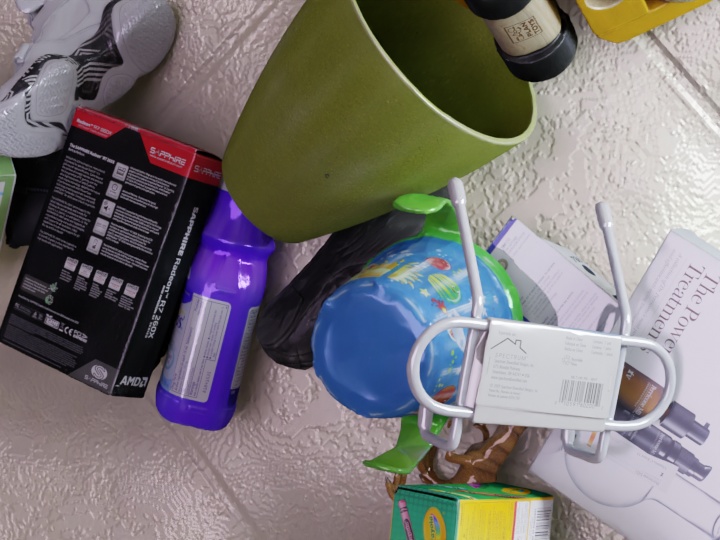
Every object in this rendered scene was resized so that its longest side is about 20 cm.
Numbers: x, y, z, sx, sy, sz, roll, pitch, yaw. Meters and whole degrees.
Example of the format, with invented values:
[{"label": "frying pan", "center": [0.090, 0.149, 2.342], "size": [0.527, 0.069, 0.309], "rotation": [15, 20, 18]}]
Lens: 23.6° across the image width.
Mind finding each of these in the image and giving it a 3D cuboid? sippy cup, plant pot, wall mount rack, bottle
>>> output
[{"label": "sippy cup", "center": [0.032, 0.046, 1.224], "size": [0.139, 0.130, 0.178], "rotation": [-28, 85, 24]}, {"label": "plant pot", "center": [-0.005, -0.112, 1.273], "size": [0.200, 0.187, 0.188], "rotation": [-40, 75, 32]}, {"label": "wall mount rack", "center": [0.113, 0.036, 1.141], "size": [0.075, 0.199, 0.175], "rotation": [-161, 79, -65]}, {"label": "bottle", "center": [-0.111, 0.022, 1.364], "size": [0.065, 0.084, 0.201], "rotation": [13, 99, -8]}]

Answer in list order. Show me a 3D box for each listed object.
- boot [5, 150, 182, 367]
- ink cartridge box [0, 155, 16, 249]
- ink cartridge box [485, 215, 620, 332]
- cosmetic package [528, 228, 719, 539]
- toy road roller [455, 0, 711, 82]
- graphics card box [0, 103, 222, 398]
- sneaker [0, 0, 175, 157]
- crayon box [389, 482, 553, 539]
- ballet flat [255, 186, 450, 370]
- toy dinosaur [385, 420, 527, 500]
[{"label": "boot", "center": [-0.222, -0.023, 1.424], "size": [0.162, 0.073, 0.199], "rotation": [12, 90, 23]}, {"label": "ink cartridge box", "center": [-0.324, -0.089, 1.406], "size": [0.200, 0.059, 0.104], "rotation": [116, 140, -53]}, {"label": "ink cartridge box", "center": [0.161, 0.058, 1.261], "size": [0.200, 0.039, 0.100], "rotation": [43, 108, 17]}, {"label": "cosmetic package", "center": [0.230, 0.094, 1.183], "size": [0.150, 0.052, 0.201], "rotation": [33, 104, 19]}, {"label": "toy road roller", "center": [0.150, -0.242, 1.214], "size": [0.199, 0.123, 0.147], "rotation": [-21, 60, 16]}, {"label": "graphics card box", "center": [-0.195, -0.014, 1.345], "size": [0.125, 0.051, 0.201], "rotation": [21, 92, 27]}, {"label": "sneaker", "center": [-0.252, -0.169, 1.390], "size": [0.115, 0.200, 0.075], "rotation": [26, 143, 31]}, {"label": "crayon box", "center": [0.070, 0.251, 1.198], "size": [0.058, 0.119, 0.201], "rotation": [5, 89, 39]}, {"label": "ballet flat", "center": [0.000, 0.000, 1.340], "size": [0.200, 0.057, 0.067], "rotation": [-41, 47, 15]}, {"label": "toy dinosaur", "center": [0.075, 0.180, 1.288], "size": [0.106, 0.060, 0.201], "rotation": [23, 110, 32]}]
